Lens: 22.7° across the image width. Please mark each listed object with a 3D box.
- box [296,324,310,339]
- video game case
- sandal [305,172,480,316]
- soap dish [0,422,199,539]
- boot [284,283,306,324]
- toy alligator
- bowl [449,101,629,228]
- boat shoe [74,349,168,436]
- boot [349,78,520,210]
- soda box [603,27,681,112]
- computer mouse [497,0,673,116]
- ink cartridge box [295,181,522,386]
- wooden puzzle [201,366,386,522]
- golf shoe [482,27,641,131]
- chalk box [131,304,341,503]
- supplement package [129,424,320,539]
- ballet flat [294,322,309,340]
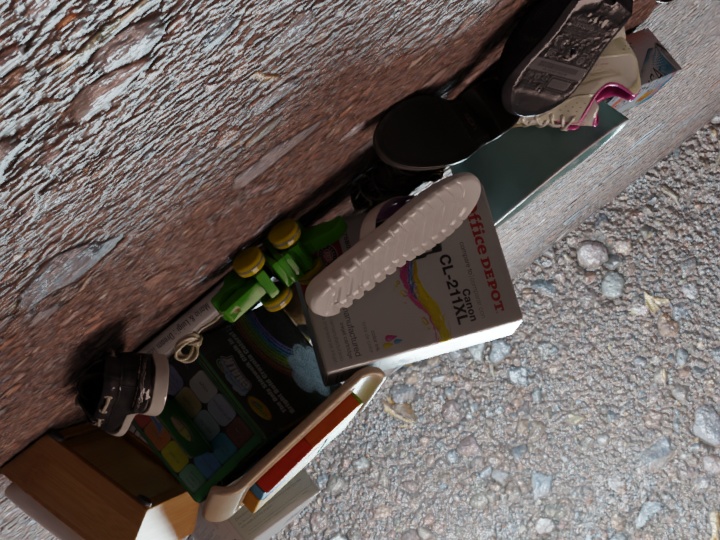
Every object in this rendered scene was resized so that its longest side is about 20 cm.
[{"bbox_3d":[-0.001,0.017,2.006,0.161,0.044,0.200,-57,172,-2],"label":"box"},{"bbox_3d":[-0.142,0.050,1.790,0.182,0.024,0.200,-39,172,2],"label":"video game case"},{"bbox_3d":[0.025,-0.037,1.664,0.202,0.050,0.083,-36,153,-14],"label":"sandal"},{"bbox_3d":[-0.254,0.221,1.810,0.081,0.157,0.200,-57,169,10],"label":"soap dish"},{"bbox_3d":[0.000,0.000,1.863,0.199,0.074,0.076,-21,157,-38],"label":"boot"},{"bbox_3d":[-0.100,0.008,1.658,0.200,0.059,0.054,-39,-147,-3],"label":"toy alligator"},{"bbox_3d":[0.167,-0.131,1.854,0.201,0.105,0.201,-39,176,-3],"label":"bowl"},{"bbox_3d":[-0.225,0.108,1.606,0.060,0.074,0.200,9,171,-20],"label":"boat shoe"},{"bbox_3d":[0.046,-0.100,1.666,0.200,0.069,0.174,-21,170,-44],"label":"boot"},{"bbox_3d":[0.291,-0.222,2.058,0.064,0.069,0.200,-44,170,35],"label":"soda box"},{"bbox_3d":[0.192,-0.224,1.611,0.138,0.053,0.200,12,128,-45],"label":"computer mouse"},{"bbox_3d":[0.041,0.012,1.736,0.199,0.146,0.083,-16,169,-6],"label":"ink cartridge box"},{"bbox_3d":[-0.063,0.177,1.746,0.200,0.037,0.185,-37,173,-16],"label":"wooden puzzle"},{"bbox_3d":[0.180,-0.167,1.741,0.199,0.092,0.075,-28,175,6],"label":"golf shoe"},{"bbox_3d":[-0.136,0.134,1.762,0.124,0.125,0.200,-45,170,34],"label":"chalk box"},{"bbox_3d":[-0.158,0.206,1.949,0.109,0.200,0.114,-33,170,-31],"label":"supplement package"},{"bbox_3d":[-0.101,0.074,1.973,0.071,0.071,0.200,-42,-179,24],"label":"ballet flat"}]
